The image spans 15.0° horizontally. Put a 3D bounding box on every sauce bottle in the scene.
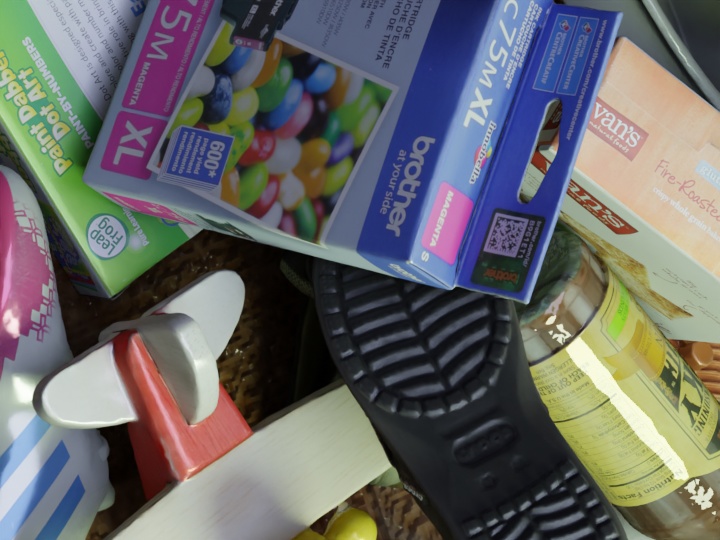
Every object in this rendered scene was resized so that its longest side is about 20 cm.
[{"bbox_3d":[0.119,0.068,1.136,0.065,0.065,0.200,-51,121,-15],"label":"sauce bottle"}]

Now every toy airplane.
[{"bbox_3d":[-0.040,0.101,1.068,0.199,0.141,0.201,20,92,-40],"label":"toy airplane"}]

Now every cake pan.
[{"bbox_3d":[0.117,-0.138,1.164,0.037,0.200,0.201,-27,108,21],"label":"cake pan"}]

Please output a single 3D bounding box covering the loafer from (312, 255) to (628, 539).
[{"bbox_3d":[0.037,0.063,1.040,0.073,0.071,0.201,-20,62,-8],"label":"loafer"}]

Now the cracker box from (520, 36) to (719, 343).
[{"bbox_3d":[0.108,-0.029,1.125,0.134,0.200,0.058,37,80,-13],"label":"cracker box"}]

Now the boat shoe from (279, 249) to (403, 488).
[{"bbox_3d":[0.000,0.000,1.142,0.066,0.072,0.202,-4,114,-19],"label":"boat shoe"}]

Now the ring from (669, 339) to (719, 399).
[{"bbox_3d":[0.167,0.117,1.217,0.200,0.019,0.202,13,65,-28],"label":"ring"}]

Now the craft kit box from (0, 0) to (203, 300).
[{"bbox_3d":[-0.084,-0.125,1.131,0.197,0.048,0.201,-37,106,-22],"label":"craft kit box"}]

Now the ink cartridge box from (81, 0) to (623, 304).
[{"bbox_3d":[-0.006,-0.065,1.043,0.042,0.199,0.120,30,77,-55],"label":"ink cartridge box"}]

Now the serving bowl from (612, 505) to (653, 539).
[{"bbox_3d":[0.131,0.196,1.233,0.199,0.066,0.201,-1,93,-25],"label":"serving bowl"}]

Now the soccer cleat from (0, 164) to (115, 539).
[{"bbox_3d":[-0.138,0.058,1.105,0.086,0.070,0.201,2,95,-38],"label":"soccer cleat"}]

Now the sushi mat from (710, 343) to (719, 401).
[{"bbox_3d":[0.159,0.014,1.267,0.199,0.012,0.096,-4,93,-25],"label":"sushi mat"}]
